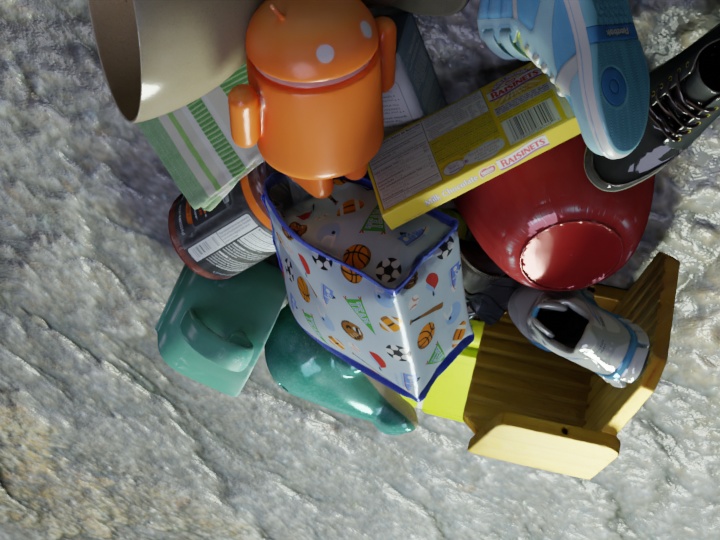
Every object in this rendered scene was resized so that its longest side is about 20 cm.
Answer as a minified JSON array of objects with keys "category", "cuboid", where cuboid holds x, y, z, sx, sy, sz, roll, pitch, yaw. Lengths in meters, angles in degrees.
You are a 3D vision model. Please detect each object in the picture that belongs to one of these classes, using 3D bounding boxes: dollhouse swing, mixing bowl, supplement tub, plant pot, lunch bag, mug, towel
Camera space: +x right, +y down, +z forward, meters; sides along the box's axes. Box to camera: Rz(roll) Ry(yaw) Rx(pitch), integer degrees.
[{"category":"dollhouse swing","cuboid":[0.209,0.073,1.510,0.181,0.200,0.176,12,142,7]},{"category":"mixing bowl","cuboid":[0.187,-0.052,1.399,0.200,0.109,0.200,-2,139,-2]},{"category":"supplement tub","cuboid":[-0.101,-0.071,1.534,0.107,0.107,0.200,38,136,-24]},{"category":"plant pot","cuboid":[-0.154,-0.238,1.310,0.134,0.201,0.200,-12,146,-19]},{"category":"lunch bag","cuboid":[0.000,0.000,1.423,0.200,0.124,0.170,25,145,32]},{"category":"mug","cuboid":[-0.155,0.045,1.648,0.114,0.152,0.185,25,160,-6]},{"category":"towel","cuboid":[-0.136,-0.160,1.445,0.200,0.023,0.153,-34,89,41]}]

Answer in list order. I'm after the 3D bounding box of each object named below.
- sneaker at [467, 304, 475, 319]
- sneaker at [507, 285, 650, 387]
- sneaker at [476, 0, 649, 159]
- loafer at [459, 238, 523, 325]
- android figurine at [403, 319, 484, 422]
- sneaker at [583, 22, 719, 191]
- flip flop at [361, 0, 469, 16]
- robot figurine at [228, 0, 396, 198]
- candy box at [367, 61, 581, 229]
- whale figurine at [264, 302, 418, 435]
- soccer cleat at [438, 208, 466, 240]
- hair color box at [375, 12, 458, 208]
[{"category":"sneaker","cuboid":[0.082,0.049,1.571,0.070,0.108,0.200,60,164,-9]},{"category":"sneaker","cuboid":[0.189,0.044,1.438,0.087,0.075,0.200,24,-178,-29]},{"category":"sneaker","cuboid":[0.165,-0.180,1.264,0.079,0.200,0.130,-1,169,-44]},{"category":"loafer","cuboid":[0.115,-0.009,1.516,0.072,0.073,0.200,-41,156,6]},{"category":"android figurine","cuboid":[0.101,0.116,1.734,0.200,0.041,0.182,11,142,8]},{"category":"sneaker","cuboid":[0.259,-0.139,1.257,0.075,0.106,0.200,46,109,3]},{"category":"flip flop","cuboid":[-0.001,-0.261,1.302,0.200,0.058,0.081,19,142,-2]},{"category":"robot figurine","cuboid":[-0.040,-0.158,1.286,0.144,0.117,0.200,-2,132,2]},{"category":"candy box","cuboid":[0.101,-0.117,1.341,0.200,0.102,0.026,-27,128,10]},{"category":"whale figurine","cuboid":[-0.026,0.122,1.685,0.200,0.104,0.159,47,165,-2]},{"category":"soccer cleat","cuboid":[0.042,0.001,1.581,0.065,0.084,0.200,34,138,-19]},{"category":"hair color box","cuboid":[0.028,-0.145,1.430,0.099,0.061,0.200,-3,137,23]}]
